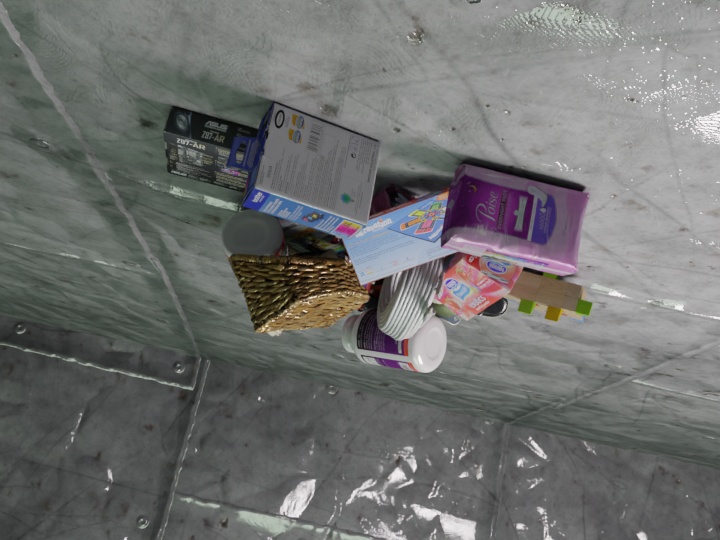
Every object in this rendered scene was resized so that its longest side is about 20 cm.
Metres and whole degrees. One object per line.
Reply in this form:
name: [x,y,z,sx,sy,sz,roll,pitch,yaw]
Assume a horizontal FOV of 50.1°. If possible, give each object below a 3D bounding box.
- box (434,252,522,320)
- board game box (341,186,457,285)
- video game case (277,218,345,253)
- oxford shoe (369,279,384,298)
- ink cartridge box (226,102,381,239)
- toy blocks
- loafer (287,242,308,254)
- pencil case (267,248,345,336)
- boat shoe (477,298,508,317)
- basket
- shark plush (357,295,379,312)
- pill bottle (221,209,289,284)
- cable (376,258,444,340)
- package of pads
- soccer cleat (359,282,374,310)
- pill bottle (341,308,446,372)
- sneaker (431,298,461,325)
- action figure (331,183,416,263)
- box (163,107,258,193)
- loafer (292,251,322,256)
box: [0.201,0.002,1.349,0.102,0.095,0.200,35,158,-2]
board game box: [0.076,-0.055,1.198,0.199,0.019,0.103,-19,116,5]
video game case: [-0.115,-0.079,1.489,0.199,0.018,0.143,23,159,-30]
oxford shoe: [0.095,0.037,1.659,0.199,0.073,0.072,-1,123,2]
ink cartridge box: [-0.082,-0.141,1.076,0.199,0.137,0.076,18,156,-19]
toy blocks: [0.351,0.047,1.472,0.199,0.101,0.137,16,174,25]
loafer: [-0.178,-0.037,1.583,0.199,0.063,0.072,23,160,-32]
pencil case: [-0.105,0.042,1.441,0.089,0.200,0.078,41,163,52]
boat shoe: [0.237,0.052,1.555,0.200,0.075,0.062,31,-172,-38]
basket: [-0.095,0.007,1.291,0.143,0.150,0.199,-36,157,33]
shark plush: [0.063,0.063,1.617,0.199,0.084,0.091,8,-165,19]
pill bottle: [-0.189,-0.018,1.464,0.113,0.114,0.200,9,153,9]
cable: [0.086,0.027,1.382,0.069,0.201,0.200,20,138,-9]
package of pads: [0.223,-0.073,1.114,0.199,0.121,0.076,13,168,-4]
soccer cleat: [0.000,0.000,1.497,0.076,0.067,0.201,24,137,5]
pill bottle: [0.062,0.134,1.516,0.199,0.113,0.112,4,162,39]
sneaker: [0.126,0.054,1.535,0.200,0.067,0.090,22,146,52]
action figure: [0.024,-0.084,1.294,0.148,0.135,0.199,-9,179,-42]
box: [-0.202,-0.175,1.204,0.199,0.044,0.160,14,162,-7]
loafer: [-0.072,0.007,1.585,0.073,0.072,0.199,-7,170,37]
